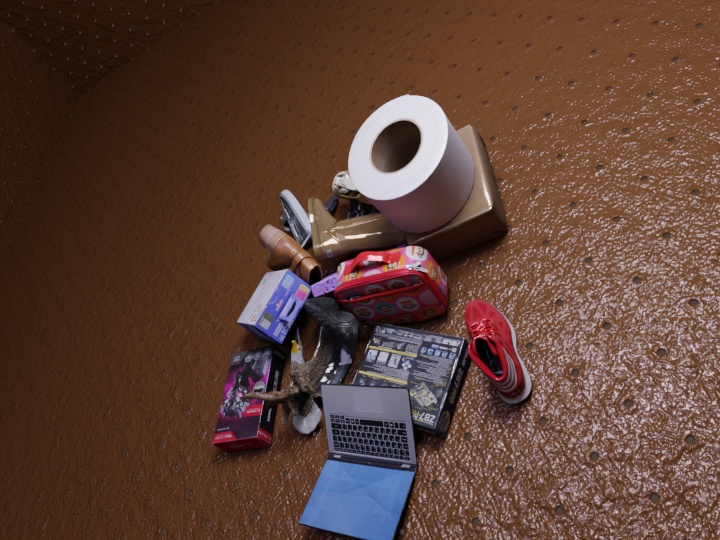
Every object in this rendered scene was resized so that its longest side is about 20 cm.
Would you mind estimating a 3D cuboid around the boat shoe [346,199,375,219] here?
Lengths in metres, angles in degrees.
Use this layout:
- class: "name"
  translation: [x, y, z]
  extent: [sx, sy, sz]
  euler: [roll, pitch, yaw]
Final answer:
- class: "boat shoe"
  translation: [0.005, -0.161, 1.307]
  extent: [0.069, 0.066, 0.203]
  euler: [12, 66, 42]

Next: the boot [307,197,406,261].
- class: "boot"
  translation: [-0.011, -0.104, 1.235]
  extent: [0.194, 0.067, 0.179]
  euler: [-13, 56, 1]

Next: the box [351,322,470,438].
- class: "box"
  translation: [0.083, 0.185, 0.996]
  extent: [0.196, 0.049, 0.164]
  euler: [4, 60, 40]

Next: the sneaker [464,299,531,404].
- class: "sneaker"
  translation: [0.207, 0.103, 0.912]
  extent: [0.077, 0.116, 0.202]
  euler: [-33, 44, 10]

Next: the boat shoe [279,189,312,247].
- class: "boat shoe"
  translation: [-0.169, -0.132, 1.416]
  extent: [0.070, 0.072, 0.201]
  euler: [-37, 45, 0]

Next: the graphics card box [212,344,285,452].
- class: "graphics card box"
  translation: [-0.228, 0.264, 1.178]
  extent: [0.123, 0.051, 0.205]
  euler: [-15, 49, 29]

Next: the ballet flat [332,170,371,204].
- class: "ballet flat"
  translation: [-0.022, -0.191, 1.247]
  extent: [0.198, 0.062, 0.071]
  euler: [20, 93, 54]

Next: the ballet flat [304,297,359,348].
- class: "ballet flat"
  translation: [-0.062, 0.093, 1.090]
  extent: [0.065, 0.059, 0.199]
  euler: [-11, 19, -23]

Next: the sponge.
- class: "sponge"
  translation: [0.000, 0.000, 1.168]
  extent: [0.196, 0.031, 0.111]
  euler: [-22, 3, 24]

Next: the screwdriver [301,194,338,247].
- class: "screwdriver"
  translation: [-0.099, -0.117, 1.341]
  extent: [0.027, 0.030, 0.202]
  euler: [22, 44, 9]

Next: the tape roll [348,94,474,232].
- class: "tape roll"
  translation: [0.093, -0.190, 1.032]
  extent: [0.198, 0.138, 0.209]
  euler: [-13, 64, 28]

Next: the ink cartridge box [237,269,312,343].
- class: "ink cartridge box"
  translation: [-0.182, 0.077, 1.212]
  extent: [0.139, 0.076, 0.199]
  euler: [-61, 18, -15]

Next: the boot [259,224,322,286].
- class: "boot"
  translation: [-0.141, -0.006, 1.259]
  extent: [0.153, 0.201, 0.074]
  euler: [36, 79, 20]

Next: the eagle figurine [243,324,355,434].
- class: "eagle figurine"
  translation: [-0.106, 0.192, 1.104]
  extent: [0.149, 0.154, 0.200]
  euler: [29, 31, 9]

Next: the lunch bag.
- class: "lunch bag"
  translation: [0.053, 0.025, 1.047]
  extent: [0.195, 0.176, 0.084]
  euler: [-14, 49, 29]

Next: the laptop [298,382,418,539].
- class: "laptop"
  translation: [-0.011, 0.303, 0.926]
  extent: [0.183, 0.115, 0.207]
  euler: [-5, 94, 34]

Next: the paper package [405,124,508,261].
- class: "paper package"
  translation: [0.172, -0.146, 1.113]
  extent: [0.187, 0.103, 0.205]
  euler: [-22, 60, 24]
